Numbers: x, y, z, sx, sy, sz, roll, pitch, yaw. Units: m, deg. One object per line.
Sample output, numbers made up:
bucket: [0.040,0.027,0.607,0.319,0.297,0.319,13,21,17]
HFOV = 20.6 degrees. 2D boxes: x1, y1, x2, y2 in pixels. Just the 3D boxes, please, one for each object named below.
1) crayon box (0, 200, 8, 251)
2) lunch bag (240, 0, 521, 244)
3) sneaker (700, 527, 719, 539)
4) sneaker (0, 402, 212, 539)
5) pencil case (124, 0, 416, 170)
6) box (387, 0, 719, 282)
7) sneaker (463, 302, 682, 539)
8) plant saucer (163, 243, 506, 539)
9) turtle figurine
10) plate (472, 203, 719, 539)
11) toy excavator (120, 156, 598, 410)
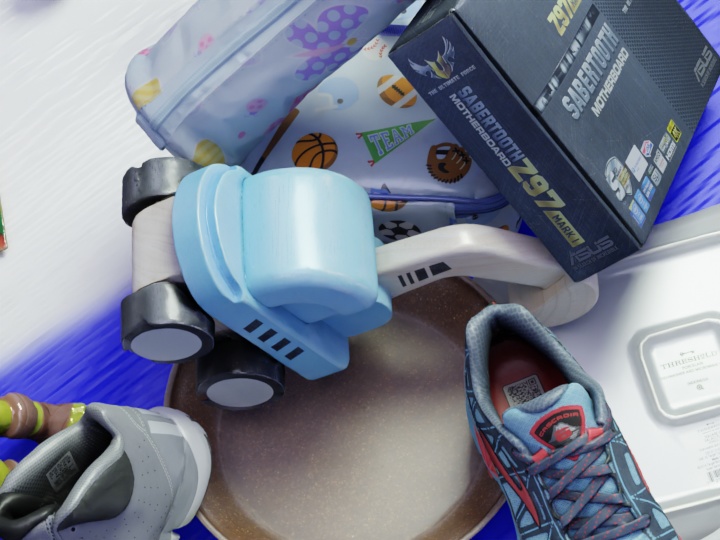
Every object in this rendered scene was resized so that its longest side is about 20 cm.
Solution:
crayon box: [-0.315,-0.052,1.162,0.200,0.051,0.127,-14,65,-1]
lunch bag: [0.003,-0.093,1.134,0.199,0.076,0.161,6,65,7]
sneaker: [0.219,0.145,0.991,0.200,0.080,0.076,-39,96,-5]
sneaker: [-0.154,0.156,0.996,0.075,0.115,0.200,15,85,33]
pencil case: [-0.032,-0.134,1.016,0.083,0.200,0.091,43,30,-13]
box: [0.110,-0.113,1.053,0.158,0.051,0.200,49,38,-13]
sneaker: [0.097,0.099,0.968,0.079,0.096,0.200,-28,55,-4]
plant saucer: [-0.005,0.080,1.072,0.200,0.037,0.201,-3,61,5]
turtle figurine: [-0.207,0.092,1.026,0.064,0.161,0.200,-23,58,21]
plate: [0.179,0.058,1.071,0.199,0.032,0.200,-15,66,-1]
toy excavator: [0.000,0.000,1.030,0.200,0.194,0.100,-19,56,27]
